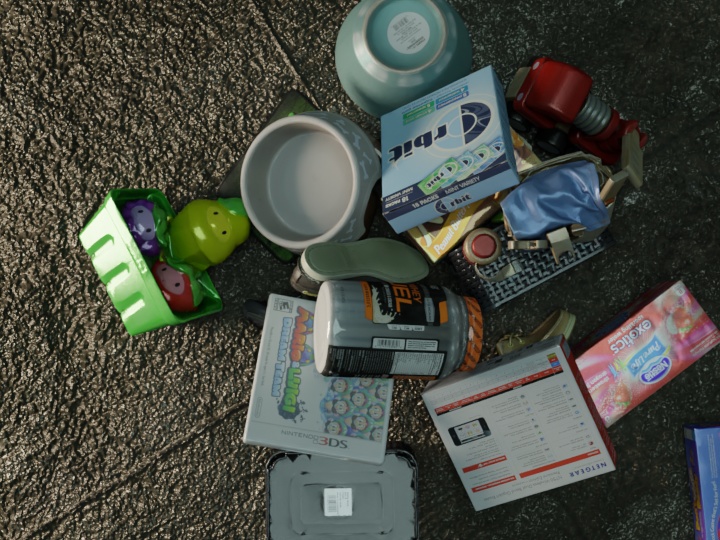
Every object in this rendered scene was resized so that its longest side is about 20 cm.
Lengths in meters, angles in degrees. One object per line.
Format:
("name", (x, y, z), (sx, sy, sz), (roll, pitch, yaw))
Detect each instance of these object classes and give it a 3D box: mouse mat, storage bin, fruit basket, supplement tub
("mouse mat", (-0.099, -0.130, 1.226), (0.161, 0.008, 0.200), (43, 105, 15))
("storage bin", (0.225, -0.025, 1.185), (0.200, 0.135, 0.094), (-29, 86, 0))
("fruit basket", (-0.249, -0.032, 1.203), (0.215, 0.155, 0.217), (2, 96, 19))
("storage bin", (-0.023, 0.305, 1.188), (0.199, 0.094, 0.136), (-1, 87, 1))
("supplement tub", (0.046, 0.076, 1.113), (0.199, 0.123, 0.123), (3, 86, -12))

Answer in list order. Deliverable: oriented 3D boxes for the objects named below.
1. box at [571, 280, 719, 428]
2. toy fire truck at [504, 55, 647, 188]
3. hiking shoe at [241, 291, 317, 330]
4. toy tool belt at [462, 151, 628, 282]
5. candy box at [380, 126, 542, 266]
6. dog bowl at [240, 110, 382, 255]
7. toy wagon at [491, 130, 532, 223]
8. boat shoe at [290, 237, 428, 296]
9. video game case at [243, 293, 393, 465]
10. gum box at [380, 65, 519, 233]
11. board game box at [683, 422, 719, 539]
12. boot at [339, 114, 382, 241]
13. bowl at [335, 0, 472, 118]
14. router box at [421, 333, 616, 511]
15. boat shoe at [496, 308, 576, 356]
("box", (0.372, 0.112, 1.193), (0.200, 0.095, 0.103), (-36, 87, -1))
("toy fire truck", (0.297, -0.188, 1.144), (0.176, 0.200, 0.129), (30, 86, -23))
("hiking shoe", (-0.065, 0.045, 1.230), (0.199, 0.076, 0.101), (7, 78, -7))
("toy tool belt", (0.219, -0.067, 1.058), (0.199, 0.123, 0.125), (-25, 85, 0))
("candy box", (0.138, -0.113, 1.194), (0.200, 0.055, 0.116), (-40, 83, 0))
("dog bowl", (-0.072, -0.117, 1.182), (0.199, 0.059, 0.201), (1, 93, 22))
("toy wagon", (0.142, -0.144, 1.245), (0.199, 0.040, 0.156), (-1, 86, 2))
("boat shoe", (0.000, 0.000, 1.186), (0.201, 0.061, 0.072), (1, 55, -34))
("video game case", (-0.047, 0.140, 1.148), (0.181, 0.024, 0.201), (11, 67, -7))
("gum box", (0.110, -0.159, 1.134), (0.169, 0.045, 0.200), (-22, 42, 21))
("board game box", (0.526, 0.308, 1.201), (0.134, 0.045, 0.201), (-4, 86, 1))
("boot", (-0.046, -0.119, 1.242), (0.146, 0.070, 0.201), (21, 93, 12))
("bowl", (0.060, -0.316, 1.226), (0.200, 0.105, 0.202), (0, 86, 3))
("router box", (0.207, 0.202, 1.153), (0.199, 0.049, 0.180), (-22, 97, 21))
("boat shoe", (0.213, 0.123, 1.208), (0.066, 0.074, 0.200), (42, 88, -2))
